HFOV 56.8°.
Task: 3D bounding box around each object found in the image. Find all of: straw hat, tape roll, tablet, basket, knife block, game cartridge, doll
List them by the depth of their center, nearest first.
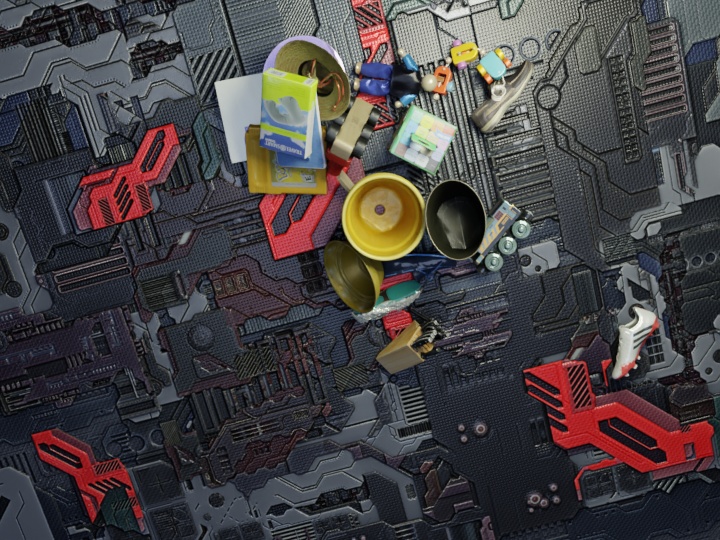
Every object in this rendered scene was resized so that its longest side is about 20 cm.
[{"bbox_3d":[-0.090,-0.442,1.512,0.199,0.085,0.203,20,137,20],"label":"straw hat"},{"bbox_3d":[-0.150,-0.333,1.554,0.129,0.014,0.202,6,126,19],"label":"tablet"},{"bbox_3d":[0.234,-0.117,1.582,0.134,0.200,0.183,-13,89,13],"label":"basket"},{"bbox_3d":[-0.136,-0.451,1.593,0.197,0.085,0.203,-2,100,-9],"label":"tape roll"},{"bbox_3d":[0.086,-0.463,1.602,0.198,0.048,0.138,10,103,12],"label":"doll"},{"bbox_3d":[-0.181,-0.270,1.639,0.197,0.033,0.178,0,123,-1],"label":"game cartridge"},{"bbox_3d":[0.133,0.202,1.697,0.200,0.176,0.064,-44,98,8],"label":"knife block"}]

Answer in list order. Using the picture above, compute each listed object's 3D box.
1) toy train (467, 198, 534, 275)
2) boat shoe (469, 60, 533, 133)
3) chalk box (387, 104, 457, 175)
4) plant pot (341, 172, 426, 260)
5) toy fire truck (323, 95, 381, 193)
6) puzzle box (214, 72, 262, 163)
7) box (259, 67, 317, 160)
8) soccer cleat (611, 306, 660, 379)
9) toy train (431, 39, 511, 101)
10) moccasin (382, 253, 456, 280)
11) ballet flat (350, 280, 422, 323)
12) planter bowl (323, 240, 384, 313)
[{"bbox_3d":[0.347,-0.087,1.693,0.114,0.085,0.201,40,102,5],"label":"toy train"},{"bbox_3d":[0.342,-0.432,1.621,0.073,0.075,0.201,35,98,-8],"label":"boat shoe"},{"bbox_3d":[0.145,-0.311,1.578,0.123,0.200,0.125,26,100,-6],"label":"chalk box"},{"bbox_3d":[0.053,-0.139,1.619,0.198,0.189,0.203,0,101,-1],"label":"plant pot"},{"bbox_3d":[-0.026,-0.292,1.624,0.128,0.177,0.200,25,143,-5],"label":"toy fire truck"},{"bbox_3d":[-0.276,-0.376,1.649,0.131,0.025,0.202,-10,101,0],"label":"puzzle box"},{"bbox_3d":[-0.166,-0.345,1.515,0.121,0.048,0.202,17,127,11],"label":"box"},{"bbox_3d":[0.708,0.192,1.761,0.085,0.069,0.201,30,97,2],"label":"soccer cleat"},{"bbox_3d":[0.264,-0.470,1.609,0.198,0.056,0.152,14,91,19],"label":"toy train"},{"bbox_3d":[0.148,-0.007,1.710,0.197,0.080,0.069,-1,88,13],"label":"moccasin"},{"bbox_3d":[0.071,0.085,1.737,0.198,0.072,0.072,-20,101,6],"label":"ballet flat"},{"bbox_3d":[0.000,0.000,1.679,0.083,0.200,0.202,-30,103,-31],"label":"planter bowl"}]
